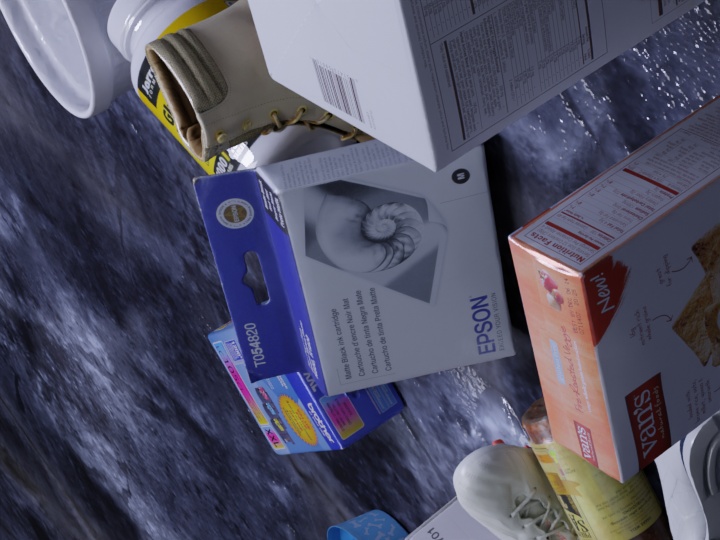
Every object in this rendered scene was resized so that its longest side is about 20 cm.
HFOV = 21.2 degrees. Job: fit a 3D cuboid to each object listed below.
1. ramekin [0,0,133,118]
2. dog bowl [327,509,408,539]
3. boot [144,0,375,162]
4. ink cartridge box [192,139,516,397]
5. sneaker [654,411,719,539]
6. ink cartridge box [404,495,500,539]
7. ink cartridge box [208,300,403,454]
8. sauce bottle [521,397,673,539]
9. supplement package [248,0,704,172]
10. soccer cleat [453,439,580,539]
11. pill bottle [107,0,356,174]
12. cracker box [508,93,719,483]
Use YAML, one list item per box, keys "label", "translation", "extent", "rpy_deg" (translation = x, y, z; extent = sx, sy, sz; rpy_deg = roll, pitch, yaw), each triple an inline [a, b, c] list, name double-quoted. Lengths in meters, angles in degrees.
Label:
- label: "ramekin"
  translation: [-0.227, -0.237, 1.596]
  extent: [0.200, 0.105, 0.200]
  rpy_deg: [50, 158, 28]
- label: "dog bowl"
  translation: [0.042, 0.319, 1.859]
  extent: [0.200, 0.050, 0.111]
  rpy_deg: [60, 158, -7]
- label: "boot"
  translation: [-0.043, -0.106, 1.339]
  extent: [0.200, 0.155, 0.073]
  rpy_deg: [59, 157, -3]
- label: "ink cartridge box"
  translation: [0.000, 0.000, 1.350]
  extent: [0.041, 0.199, 0.200]
  rpy_deg: [-101, -2, -50]
- label: "sneaker"
  translation: [0.228, 0.146, 1.247]
  extent: [0.081, 0.076, 0.200]
  rpy_deg: [47, 153, 51]
- label: "ink cartridge box"
  translation: [0.115, 0.278, 1.569]
  extent: [0.146, 0.086, 0.200]
  rpy_deg: [47, 165, 23]
- label: "ink cartridge box"
  translation: [-0.045, 0.087, 1.705]
  extent: [0.137, 0.076, 0.200]
  rpy_deg: [59, 156, -5]
- label: "sauce bottle"
  translation: [0.183, 0.177, 1.366]
  extent: [0.200, 0.066, 0.066]
  rpy_deg: [63, 157, -8]
- label: "supplement package"
  translation: [0.056, -0.181, 0.982]
  extent: [0.152, 0.200, 0.151]
  rpy_deg: [33, 148, 45]
- label: "soccer cleat"
  translation: [0.139, 0.189, 1.402]
  extent: [0.200, 0.069, 0.078]
  rpy_deg: [42, -167, -43]
- label: "pill bottle"
  translation: [-0.103, -0.142, 1.471]
  extent: [0.200, 0.112, 0.113]
  rpy_deg: [47, 155, 24]
- label: "cracker box"
  translation: [0.175, -0.004, 0.971]
  extent: [0.058, 0.200, 0.134]
  rpy_deg: [32, 147, 46]
